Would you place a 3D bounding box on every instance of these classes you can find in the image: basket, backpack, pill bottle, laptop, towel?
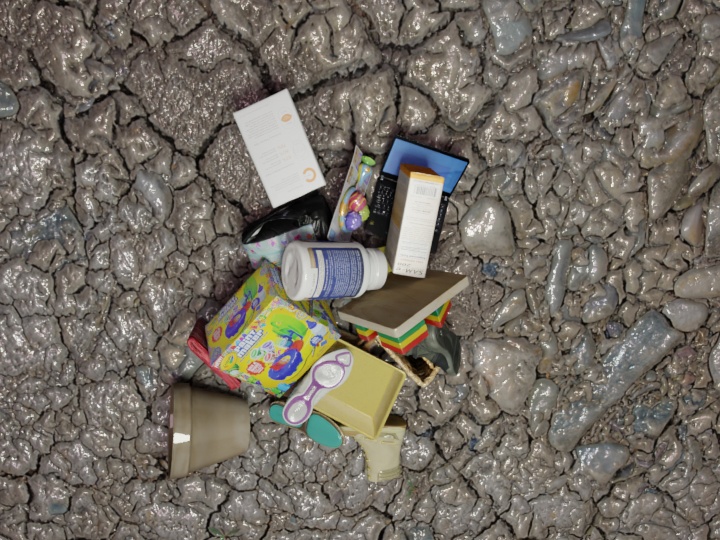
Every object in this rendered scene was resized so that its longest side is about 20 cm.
[{"bbox_3d":[0.119,0.130,1.224,0.142,0.149,0.201,-41,102,6],"label":"basket"},{"bbox_3d":[-0.153,-0.069,1.156,0.195,0.168,0.129,-21,109,7],"label":"backpack"},{"bbox_3d":[-0.048,-0.001,1.072,0.195,0.110,0.114,-1,105,-32],"label":"pill bottle"},{"bbox_3d":[0.120,-0.158,1.177,0.172,0.103,0.206,16,88,-8],"label":"laptop"},{"bbox_3d":[-0.310,0.175,1.172,0.022,0.200,0.145,-42,103,-3],"label":"towel"}]

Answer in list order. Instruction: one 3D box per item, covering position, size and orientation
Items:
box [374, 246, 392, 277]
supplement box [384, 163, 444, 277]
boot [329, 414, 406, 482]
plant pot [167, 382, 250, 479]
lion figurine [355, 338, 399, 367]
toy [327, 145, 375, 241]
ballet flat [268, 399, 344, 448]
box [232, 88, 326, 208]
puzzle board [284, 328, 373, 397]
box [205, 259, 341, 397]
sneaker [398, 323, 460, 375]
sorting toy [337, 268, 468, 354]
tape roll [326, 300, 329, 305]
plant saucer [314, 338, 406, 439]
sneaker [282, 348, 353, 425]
[{"bbox_3d":[0.000,0.000,1.200,0.194,0.050,0.077,-12,81,-17],"label":"box"},{"bbox_3d":[0.107,-0.104,1.113,0.071,0.126,0.206,7,108,-8],"label":"supplement box"},{"bbox_3d":[0.010,0.432,1.328,0.194,0.073,0.160,3,104,-8],"label":"boot"},{"bbox_3d":[-0.343,0.358,1.233,0.169,0.200,0.206,4,104,-22],"label":"plant pot"},{"bbox_3d":[0.022,0.228,1.271,0.120,0.073,0.203,-26,107,15],"label":"lion figurine"},{"bbox_3d":[-0.006,-0.140,1.133,0.046,0.115,0.206,9,77,21],"label":"toy"},{"bbox_3d":[-0.120,0.351,1.279,0.196,0.065,0.072,24,99,11],"label":"ballet flat"},{"bbox_3d":[-0.164,-0.253,1.138,0.122,0.098,0.205,-22,103,1],"label":"box"},{"bbox_3d":[-0.076,0.230,1.279,0.148,0.017,0.203,25,103,-27],"label":"puzzle board"},{"bbox_3d":[-0.183,0.125,1.130,0.200,0.123,0.191,-45,130,13],"label":"box"},{"bbox_3d":[0.146,0.161,1.161,0.199,0.112,0.078,45,53,-47],"label":"sneaker"},{"bbox_3d":[0.088,0.076,1.079,0.196,0.198,0.071,-32,112,-27],"label":"sorting toy"},{"bbox_3d":[-0.167,0.105,1.253,0.196,0.037,0.209,-1,103,-4],"label":"tape roll"},{"bbox_3d":[-0.013,0.253,1.226,0.196,0.049,0.204,25,115,7],"label":"plant saucer"},{"bbox_3d":[-0.096,0.237,1.181,0.200,0.100,0.075,-45,100,3],"label":"sneaker"}]
